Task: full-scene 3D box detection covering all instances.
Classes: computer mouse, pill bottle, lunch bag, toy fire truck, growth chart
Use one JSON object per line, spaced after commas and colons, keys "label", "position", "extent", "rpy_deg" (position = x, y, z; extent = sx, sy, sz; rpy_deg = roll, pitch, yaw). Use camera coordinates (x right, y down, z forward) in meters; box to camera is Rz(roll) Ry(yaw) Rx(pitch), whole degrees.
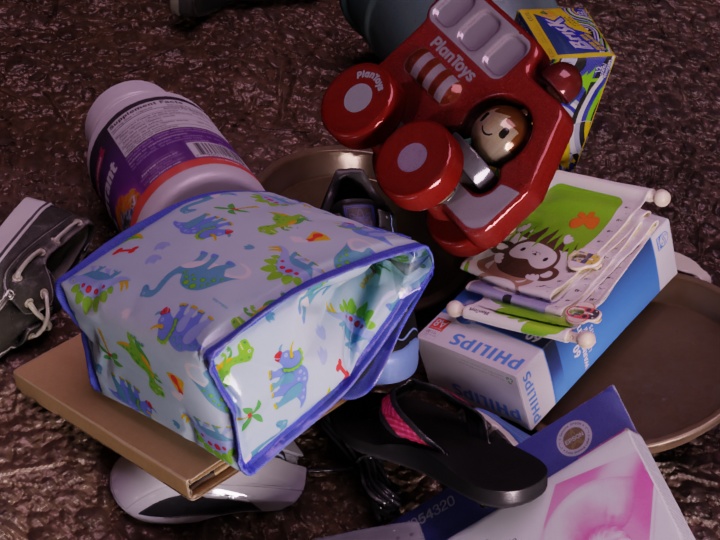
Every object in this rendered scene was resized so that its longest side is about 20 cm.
{"label": "computer mouse", "position": [-0.075, 0.136, 1.026], "extent": [0.199, 0.044, 0.110], "rpy_deg": [-4, 45, -17]}
{"label": "pill bottle", "position": [-0.154, -0.074, 1.163], "extent": [0.111, 0.112, 0.200], "rpy_deg": [-10, 35, -23]}
{"label": "lunch bag", "position": [-0.073, 0.021, 0.990], "extent": [0.170, 0.128, 0.200], "rpy_deg": [21, 48, 38]}
{"label": "toy fire truck", "position": [0.080, -0.119, 1.123], "extent": [0.168, 0.112, 0.200], "rpy_deg": [-45, 52, 5]}
{"label": "growth chart", "position": [0.150, -0.015, 1.123], "extent": [0.144, 0.018, 0.200], "rpy_deg": [8, 43, 32]}

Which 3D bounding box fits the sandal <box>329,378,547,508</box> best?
{"label": "sandal", "position": [0.051, 0.105, 0.988], "extent": [0.075, 0.045, 0.200], "rpy_deg": [-19, 22, -32]}

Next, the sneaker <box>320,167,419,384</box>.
{"label": "sneaker", "position": [0.000, 0.000, 1.071], "extent": [0.070, 0.078, 0.200], "rpy_deg": [-7, 34, -7]}

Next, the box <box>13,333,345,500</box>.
{"label": "box", "position": [-0.125, 0.079, 1.046], "extent": [0.199, 0.021, 0.163], "rpy_deg": [23, 40, 38]}

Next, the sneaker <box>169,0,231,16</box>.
{"label": "sneaker", "position": [-0.102, -0.299, 1.441], "extent": [0.106, 0.075, 0.200], "rpy_deg": [24, 44, 15]}

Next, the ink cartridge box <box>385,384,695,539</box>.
{"label": "ink cartridge box", "position": [0.113, 0.192, 0.932], "extent": [0.196, 0.043, 0.201], "rpy_deg": [-34, 49, 14]}

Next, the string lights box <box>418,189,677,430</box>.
{"label": "string lights box", "position": [0.147, 0.027, 1.134], "extent": [0.102, 0.059, 0.200], "rpy_deg": [20, 50, 40]}

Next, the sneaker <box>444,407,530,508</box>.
{"label": "sneaker", "position": [0.141, 0.165, 1.039], "extent": [0.200, 0.079, 0.089], "rpy_deg": [38, 26, 31]}

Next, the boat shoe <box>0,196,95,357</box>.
{"label": "boat shoe", "position": [-0.256, 0.016, 1.088], "extent": [0.063, 0.071, 0.200], "rpy_deg": [15, 42, 4]}

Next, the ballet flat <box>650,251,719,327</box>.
{"label": "ballet flat", "position": [0.281, 0.041, 1.192], "extent": [0.072, 0.072, 0.200], "rpy_deg": [-22, 54, -32]}

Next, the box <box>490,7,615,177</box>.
{"label": "box", "position": [0.147, -0.120, 1.228], "extent": [0.064, 0.201, 0.070], "rpy_deg": [-5, 47, -19]}

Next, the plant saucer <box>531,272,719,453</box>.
{"label": "plant saucer", "position": [0.207, 0.073, 1.123], "extent": [0.199, 0.030, 0.201], "rpy_deg": [-11, 36, 8]}

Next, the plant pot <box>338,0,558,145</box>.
{"label": "plant pot", "position": [0.104, -0.210, 1.331], "extent": [0.199, 0.201, 0.197], "rpy_deg": [-9, 56, -21]}

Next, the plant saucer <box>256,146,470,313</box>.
{"label": "plant saucer", "position": [-0.001, -0.030, 1.215], "extent": [0.199, 0.030, 0.201], "rpy_deg": [7, 45, -6]}

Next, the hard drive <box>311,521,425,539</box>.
{"label": "hard drive", "position": [-0.041, 0.239, 0.906], "extent": [0.199, 0.042, 0.135], "rpy_deg": [-14, 48, -8]}
